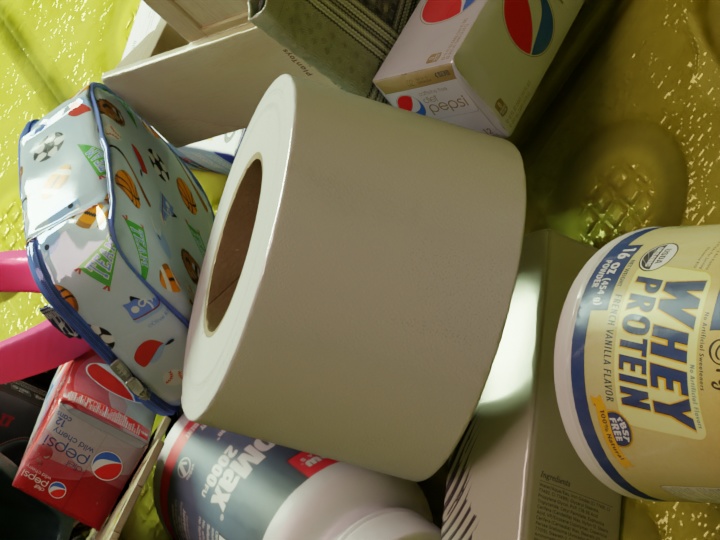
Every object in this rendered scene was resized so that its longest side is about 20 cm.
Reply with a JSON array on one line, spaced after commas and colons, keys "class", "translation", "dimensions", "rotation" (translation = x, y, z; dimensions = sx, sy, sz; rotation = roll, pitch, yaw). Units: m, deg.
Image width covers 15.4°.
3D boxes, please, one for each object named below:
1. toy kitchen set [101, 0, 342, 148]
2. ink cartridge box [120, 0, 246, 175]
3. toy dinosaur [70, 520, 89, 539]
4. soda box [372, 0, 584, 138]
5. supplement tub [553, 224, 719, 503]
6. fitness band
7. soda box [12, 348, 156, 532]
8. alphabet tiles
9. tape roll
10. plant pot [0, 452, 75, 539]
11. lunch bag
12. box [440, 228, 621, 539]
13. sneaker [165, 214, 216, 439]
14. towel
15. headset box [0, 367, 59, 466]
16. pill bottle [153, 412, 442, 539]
[{"class": "toy kitchen set", "translation": [-0.049, -0.175, 1.661], "dimensions": [0.163, 0.200, 0.181], "rotation": [-14, 45, 44]}, {"class": "ink cartridge box", "translation": [-0.078, -0.134, 1.806], "dimensions": [0.200, 0.076, 0.137], "rotation": [12, 82, 52]}, {"class": "toy dinosaur", "translation": [-0.249, 0.235, 1.773], "dimensions": [0.199, 0.136, 0.102], "rotation": [-28, 19, -16]}, {"class": "soda box", "translation": [0.087, -0.164, 1.583], "dimensions": [0.068, 0.064, 0.201], "rotation": [-10, 41, 45]}, {"class": "supplement tub", "translation": [0.211, 0.047, 1.338], "dimensions": [0.199, 0.144, 0.145], "rotation": [-3, 70, 48]}, {"class": "fitness band", "translation": [-0.240, 0.028, 1.736], "dimensions": [0.200, 0.143, 0.038], "rotation": [-134, 31, -69]}, {"class": "soda box", "translation": [-0.169, 0.090, 1.707], "dimensions": [0.070, 0.063, 0.200], "rotation": [-59, 7, 15]}, {"class": "alphabet tiles", "translation": [-0.169, 0.182, 1.645], "dimensions": [0.167, 0.006, 0.200], "rotation": [-65, 7, -32]}, {"class": "tape roll", "translation": [-0.007, 0.004, 1.493], "dimensions": [0.203, 0.138, 0.204], "rotation": [-164, 90, -77]}, {"class": "plant pot", "translation": [-0.341, 0.178, 1.663], "dimensions": [0.199, 0.196, 0.197], "rotation": [7, 62, 40]}, {"class": "lunch bag", "translation": [-0.139, -0.009, 1.634], "dimensions": [0.075, 0.160, 0.201], "rotation": [-29, 37, 15]}, {"class": "box", "translation": [0.101, 0.086, 1.497], "dimensions": [0.068, 0.082, 0.201], "rotation": [-15, 60, 46]}, {"class": "sneaker", "translation": [-0.098, 0.051, 1.744], "dimensions": [0.079, 0.075, 0.201], "rotation": [-35, 41, 51]}, {"class": "towel", "translation": [0.018, -0.177, 1.593], "dimensions": [0.034, 0.200, 0.193], "rotation": [-12, 52, 43]}, {"class": "headset box", "translation": [-0.271, 0.136, 1.835], "dimensions": [0.200, 0.148, 0.075], "rotation": [-56, 31, 13]}, {"class": "pill bottle", "translation": [-0.026, 0.153, 1.577], "dimensions": [0.200, 0.119, 0.120], "rotation": [31, 96, 50]}]
